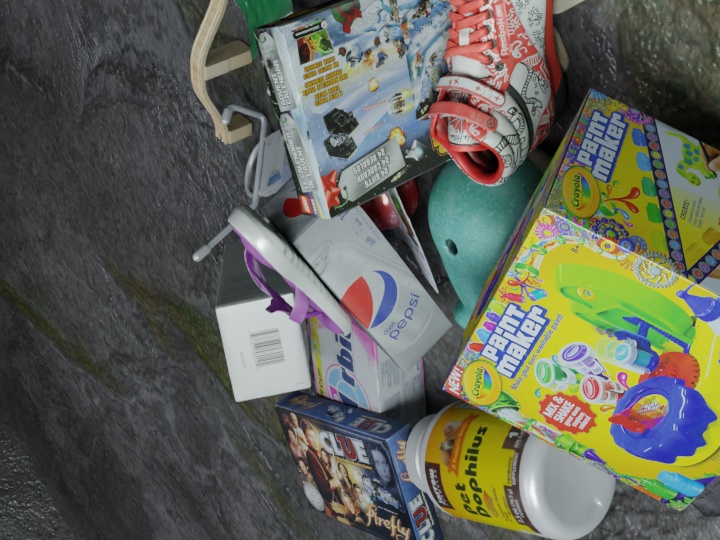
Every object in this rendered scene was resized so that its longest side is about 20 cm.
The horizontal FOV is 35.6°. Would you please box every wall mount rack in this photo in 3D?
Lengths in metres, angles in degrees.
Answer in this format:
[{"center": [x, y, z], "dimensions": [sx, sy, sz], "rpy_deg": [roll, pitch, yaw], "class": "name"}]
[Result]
[{"center": [-0.103, -0.096, 1.135], "dimensions": [0.199, 0.073, 0.177], "rpy_deg": [-16, 65, 58], "class": "wall mount rack"}]

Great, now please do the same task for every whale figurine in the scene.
[{"center": [0.105, -0.008, 0.919], "dimensions": [0.159, 0.103, 0.202], "rpy_deg": [40, 140, 32], "class": "whale figurine"}]

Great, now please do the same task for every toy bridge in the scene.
[{"center": [-0.145, -0.220, 1.172], "dimensions": [0.027, 0.067, 0.202], "rpy_deg": [39, 142, 32], "class": "toy bridge"}]

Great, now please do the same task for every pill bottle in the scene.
[{"center": [0.127, 0.175, 1.016], "dimensions": [0.199, 0.108, 0.111], "rpy_deg": [-5, 109, 57], "class": "pill bottle"}]

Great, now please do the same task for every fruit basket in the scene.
[{"center": [0.003, -0.091, 0.986], "dimensions": [0.185, 0.092, 0.203], "rpy_deg": [-122, 12, -68], "class": "fruit basket"}]

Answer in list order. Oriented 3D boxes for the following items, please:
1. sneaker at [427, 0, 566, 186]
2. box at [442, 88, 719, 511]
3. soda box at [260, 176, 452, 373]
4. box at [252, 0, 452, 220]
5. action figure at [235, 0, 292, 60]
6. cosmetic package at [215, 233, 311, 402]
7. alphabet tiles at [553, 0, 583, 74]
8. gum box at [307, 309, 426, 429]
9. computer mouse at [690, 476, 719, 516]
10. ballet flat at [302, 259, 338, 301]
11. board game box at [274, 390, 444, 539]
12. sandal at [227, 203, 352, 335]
[{"center": [0.086, -0.156, 0.783], "dimensions": [0.066, 0.108, 0.203], "rpy_deg": [14, 141, 38], "class": "sneaker"}, {"center": [0.184, 0.025, 0.741], "dimensions": [0.190, 0.123, 0.201], "rpy_deg": [26, 140, 4], "class": "box"}, {"center": [0.000, 0.000, 0.965], "dimensions": [0.068, 0.063, 0.200], "rpy_deg": [43, 174, 48], "class": "soda box"}, {"center": [0.025, -0.139, 0.824], "dimensions": [0.040, 0.198, 0.139], "rpy_deg": [10, 121, 51], "class": "box"}, {"center": [-0.108, -0.316, 1.059], "dimensions": [0.118, 0.054, 0.203], "rpy_deg": [-23, 86, 60], "class": "action figure"}, {"center": [-0.100, 0.043, 1.191], "dimensions": [0.200, 0.083, 0.110], "rpy_deg": [-105, 5, -71], "class": "cosmetic package"}, {"center": [0.091, -0.233, 0.864], "dimensions": [0.195, 0.014, 0.203], "rpy_deg": [-14, 101, 58], "class": "alphabet tiles"}, {"center": [0.007, 0.108, 1.185], "dimensions": [0.113, 0.066, 0.203], "rpy_deg": [29, 135, 42], "class": "gum box"}, {"center": [0.298, 0.185, 0.854], "dimensions": [0.200, 0.034, 0.059], "rpy_deg": [49, 129, 14], "class": "computer mouse"}, {"center": [-0.021, -0.040, 1.090], "dimensions": [0.068, 0.068, 0.201], "rpy_deg": [45, -159, -31], "class": "ballet flat"}, {"center": [-0.005, 0.209, 1.181], "dimensions": [0.198, 0.034, 0.138], "rpy_deg": [7, 119, 52], "class": "board game box"}, {"center": [-0.067, 0.008, 0.927], "dimensions": [0.082, 0.050, 0.203], "rpy_deg": [45, 176, 33], "class": "sandal"}]
